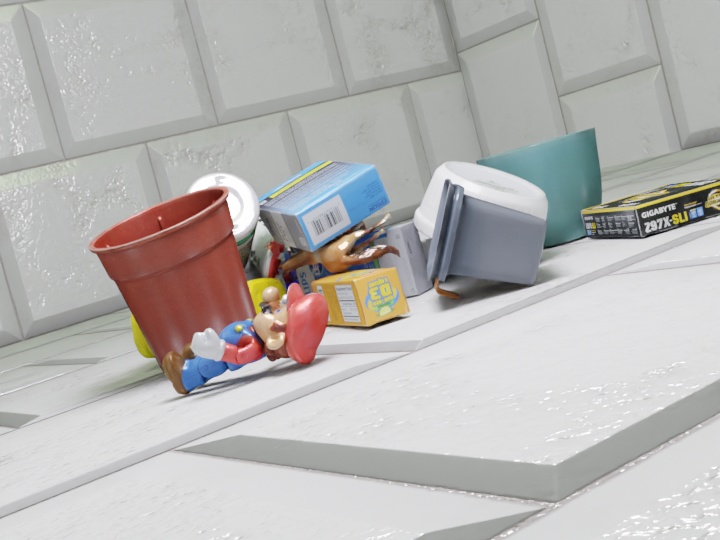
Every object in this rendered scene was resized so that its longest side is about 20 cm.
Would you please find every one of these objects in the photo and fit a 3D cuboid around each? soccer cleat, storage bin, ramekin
[{"bbox_3d":[-0.159,-0.040,1.736,0.084,0.070,0.201,11,26,-7],"label":"soccer cleat"},{"bbox_3d":[0.160,-0.032,1.410,0.132,0.148,0.200,12,5,2],"label":"storage bin"},{"bbox_3d":[0.182,-0.089,1.591,0.199,0.096,0.203,14,17,-4],"label":"ramekin"}]

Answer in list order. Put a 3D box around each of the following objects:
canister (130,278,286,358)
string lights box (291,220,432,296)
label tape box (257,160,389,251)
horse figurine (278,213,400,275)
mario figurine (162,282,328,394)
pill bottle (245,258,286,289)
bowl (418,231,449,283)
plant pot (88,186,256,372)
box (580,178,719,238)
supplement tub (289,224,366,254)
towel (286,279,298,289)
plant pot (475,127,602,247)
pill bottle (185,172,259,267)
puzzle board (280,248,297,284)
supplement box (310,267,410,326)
[{"bbox_3d":[-0.221,0.069,1.637,0.197,0.088,0.148,-12,-3,19],"label":"canister"},{"bbox_3d":[0.000,0.000,1.646,0.197,0.105,0.059,-13,6,30],"label":"string lights box"},{"bbox_3d":[-0.066,-0.098,1.600,0.142,0.067,0.199,-33,19,-19],"label":"label tape box"},{"bbox_3d":[-0.029,-0.036,1.564,0.132,0.050,0.199,-39,27,-22],"label":"horse figurine"},{"bbox_3d":[-0.129,0.064,1.242,0.197,0.107,0.125,-22,37,16],"label":"mario figurine"},{"bbox_3d":[-0.208,0.041,1.838,0.107,0.111,0.199,-17,4,-28],"label":"pill bottle"},{"bbox_3d":[0.083,-0.016,1.756,0.197,0.076,0.199,-13,4,29],"label":"bowl"},{"bbox_3d":[-0.234,0.019,1.460,0.197,0.198,0.201,-18,17,6],"label":"plant pot"},{"bbox_3d":[0.436,-0.091,1.608,0.157,0.050,0.200,-15,4,-9],"label":"box"},{"bbox_3d":[-0.057,-0.055,1.821,0.105,0.109,0.200,-14,-3,13],"label":"supplement tub"},{"bbox_3d":[-0.085,0.033,1.894,0.145,0.050,0.199,-17,4,-23],"label":"towel"},{"bbox_3d":[0.301,-0.126,1.770,0.197,0.164,0.201,-15,4,1],"label":"plant pot"},{"bbox_3d":[-0.216,-0.050,1.642,0.111,0.115,0.201,-17,-21,-20],"label":"pill bottle"},{"bbox_3d":[-0.186,0.016,1.978,0.148,0.018,0.201,-7,-27,2],"label":"puzzle board"},{"bbox_3d":[-0.004,0.036,1.460,0.066,0.070,0.200,-17,6,-19],"label":"supplement box"}]
